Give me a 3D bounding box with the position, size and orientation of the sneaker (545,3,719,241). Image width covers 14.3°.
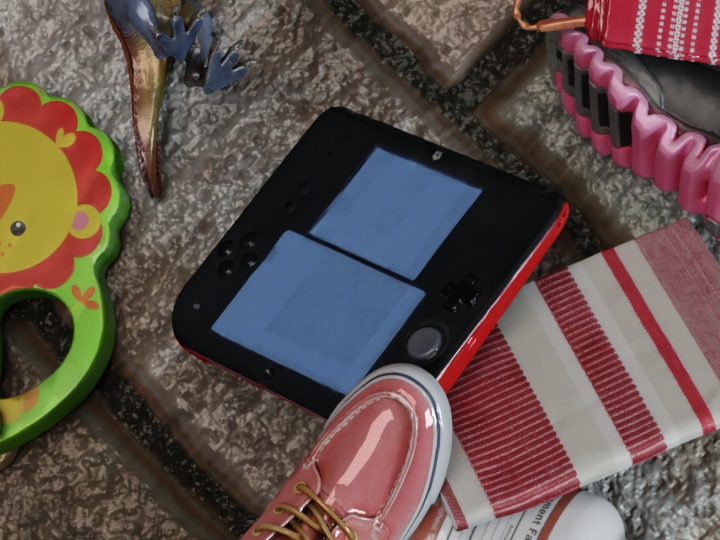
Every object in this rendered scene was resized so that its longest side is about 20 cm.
[{"bbox_3d":[0.192,-0.091,1.624,0.095,0.079,0.200,-41,69,-20],"label":"sneaker"}]

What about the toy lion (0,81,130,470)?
[{"bbox_3d":[-0.215,-0.006,1.729,0.192,0.069,0.200,-35,74,0],"label":"toy lion"}]

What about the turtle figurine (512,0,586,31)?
[{"bbox_3d":[0.152,-0.221,1.651,0.200,0.064,0.161,-25,76,-10],"label":"turtle figurine"}]

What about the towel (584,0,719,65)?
[{"bbox_3d":[0.228,-0.179,1.602,0.200,0.022,0.145,9,82,-12],"label":"towel"}]

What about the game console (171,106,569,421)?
[{"bbox_3d":[0.000,0.000,1.622,0.200,0.031,0.177,25,76,42],"label":"game console"}]

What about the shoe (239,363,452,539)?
[{"bbox_3d":[-0.023,0.142,1.512,0.071,0.091,0.200,35,109,13],"label":"shoe"}]

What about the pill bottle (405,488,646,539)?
[{"bbox_3d":[0.074,0.162,1.587,0.200,0.112,0.112,20,87,18],"label":"pill bottle"}]

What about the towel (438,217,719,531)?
[{"bbox_3d":[0.121,0.058,1.578,0.200,0.023,0.144,-22,46,-5],"label":"towel"}]

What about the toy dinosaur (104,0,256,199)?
[{"bbox_3d":[-0.146,-0.180,1.722,0.181,0.105,0.200,45,108,38],"label":"toy dinosaur"}]
